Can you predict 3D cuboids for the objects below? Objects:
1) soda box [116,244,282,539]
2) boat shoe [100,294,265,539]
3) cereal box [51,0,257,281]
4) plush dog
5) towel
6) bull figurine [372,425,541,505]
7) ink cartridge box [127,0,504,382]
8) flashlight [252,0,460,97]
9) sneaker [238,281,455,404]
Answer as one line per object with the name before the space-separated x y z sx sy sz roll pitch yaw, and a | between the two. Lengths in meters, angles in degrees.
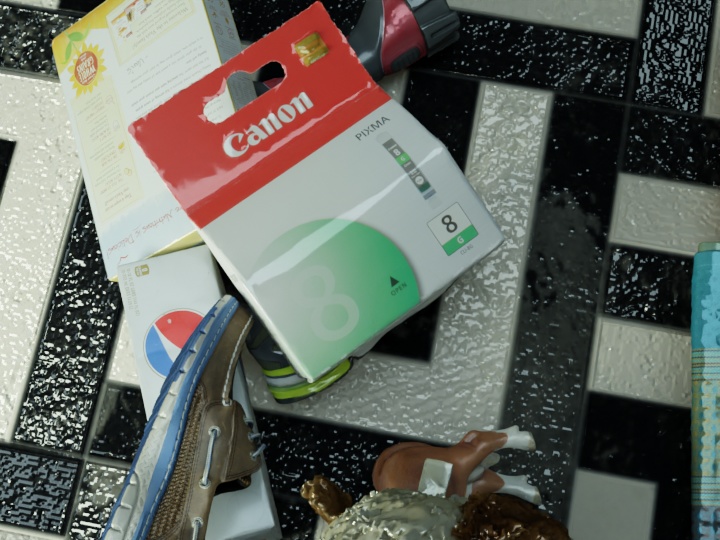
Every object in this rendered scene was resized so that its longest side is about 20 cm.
soda box | -0.109 0.089 0.917 0.068 0.064 0.200 -14 72 -3
boat shoe | -0.100 0.113 0.845 0.072 0.072 0.200 25 70 -9
cereal box | -0.139 -0.108 0.961 0.144 0.040 0.200 -27 70 28
plush dog | 0.023 0.171 0.757 0.200 0.172 0.161 -35 79 -9
towel | 0.286 0.082 0.876 0.146 0.022 0.200 3 82 3
bull figurine | 0.077 0.198 0.876 0.121 0.065 0.200 -16 75 -9
ink cartridge box | -0.027 -0.054 0.871 0.161 0.050 0.200 -36 96 -14
flashlight | -0.026 -0.152 0.998 0.200 0.068 0.068 -29 111 -4
sneaker | 0.000 0.000 0.923 0.200 0.074 0.081 -43 115 -13
